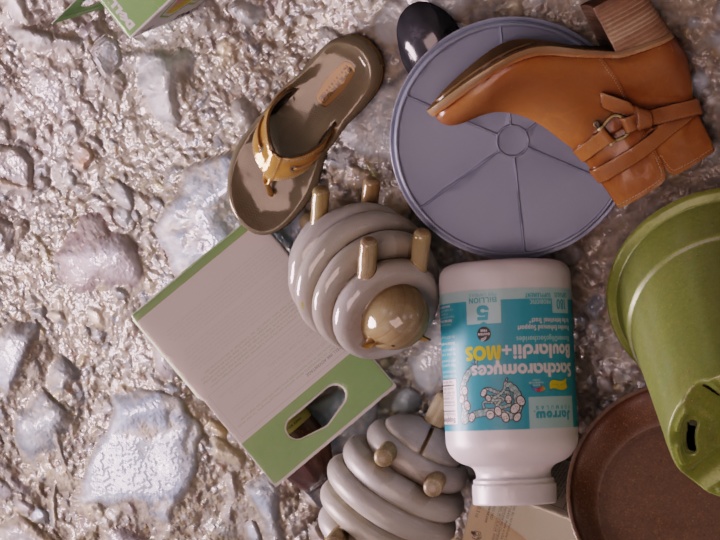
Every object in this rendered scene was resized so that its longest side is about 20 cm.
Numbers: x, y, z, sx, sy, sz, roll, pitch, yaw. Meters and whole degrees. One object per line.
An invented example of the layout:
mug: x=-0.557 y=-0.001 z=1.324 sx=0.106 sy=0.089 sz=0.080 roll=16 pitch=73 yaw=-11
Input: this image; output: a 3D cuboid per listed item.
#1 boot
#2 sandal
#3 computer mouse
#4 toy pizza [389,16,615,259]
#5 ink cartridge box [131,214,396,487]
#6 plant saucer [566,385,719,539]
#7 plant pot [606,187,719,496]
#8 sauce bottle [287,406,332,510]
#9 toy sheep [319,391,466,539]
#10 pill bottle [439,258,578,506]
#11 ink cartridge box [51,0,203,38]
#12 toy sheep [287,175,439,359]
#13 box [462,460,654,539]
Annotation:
boot: x=0.168 y=-0.119 z=1.398 sx=0.200 sy=0.077 sz=0.155 roll=-28 pitch=103 yaw=1
sandal: x=-0.054 y=-0.117 z=1.518 sx=0.080 sy=0.054 sz=0.200 roll=39 pitch=111 yaw=3
computer mouse: x=0.086 y=-0.131 z=1.475 sx=0.059 sy=0.034 sz=0.200 roll=-25 pitch=98 yaw=29
toy pizza: x=0.124 y=-0.108 z=1.449 sx=0.200 sy=0.032 sz=0.200 roll=1 pitch=103 yaw=3
ink cartridge box: x=-0.086 y=0.070 z=1.579 sx=0.146 sy=0.048 sz=0.200 roll=-40 pitch=91 yaw=-5
plant saucer: x=0.270 y=0.189 z=1.457 sx=0.200 sy=0.200 sz=0.037 roll=19 pitch=158 yaw=16
plant pot: x=0.288 y=0.068 z=1.339 sx=0.200 sy=0.190 sz=0.200 roll=3 pitch=122 yaw=5
sauce bottle: x=-0.073 y=0.146 z=1.633 sx=0.066 sy=0.066 sz=0.200 roll=-38 pitch=90 yaw=30
toy sheep: x=0.030 y=0.195 z=1.550 sx=0.138 sy=0.138 sz=0.200 roll=35 pitch=100 yaw=8
pill bottle: x=0.123 y=0.093 z=1.465 sx=0.111 sy=0.111 sz=0.200 roll=-5 pitch=85 yaw=25
ink cartridge box: x=-0.158 y=-0.254 z=1.495 sx=0.200 sy=0.104 sz=0.059 roll=-37 pitch=91 yaw=30
toy sheep: x=0.000 y=0.000 z=1.506 sx=0.200 sy=0.138 sz=0.138 roll=54 pitch=133 yaw=49
box: x=0.198 y=0.229 z=1.530 sx=0.200 sy=0.095 sz=0.078 roll=21 pitch=117 yaw=17
